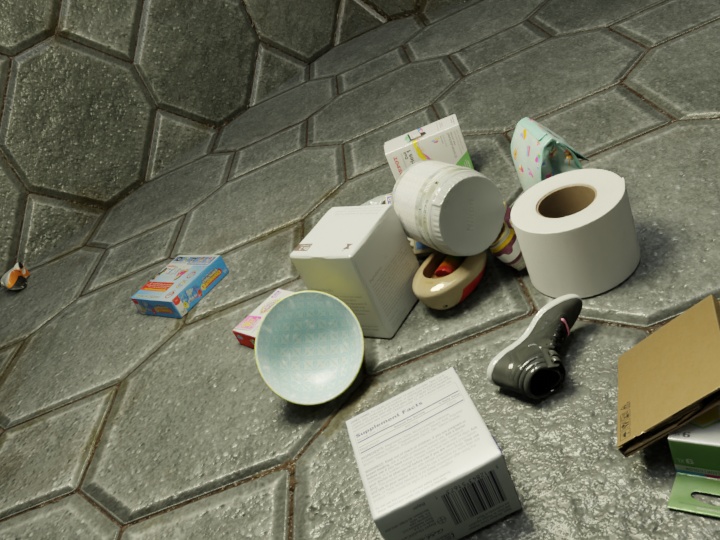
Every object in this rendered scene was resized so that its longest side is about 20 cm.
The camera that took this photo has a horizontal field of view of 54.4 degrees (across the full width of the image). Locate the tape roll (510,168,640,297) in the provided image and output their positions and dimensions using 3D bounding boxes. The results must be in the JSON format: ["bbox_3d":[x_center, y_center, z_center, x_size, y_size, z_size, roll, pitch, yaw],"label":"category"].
[{"bbox_3d":[0.378,-0.066,1.235,0.199,0.141,0.204,-20,28,11],"label":"tape roll"}]

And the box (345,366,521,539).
[{"bbox_3d":[0.093,0.262,0.960,0.181,0.106,0.201,-26,28,1],"label":"box"}]

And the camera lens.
[{"bbox_3d":[0.160,-0.121,1.332,0.159,0.162,0.200,-33,25,-13],"label":"camera lens"}]

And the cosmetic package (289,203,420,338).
[{"bbox_3d":[0.000,0.000,1.377,0.163,0.202,0.166,1,39,40],"label":"cosmetic package"}]

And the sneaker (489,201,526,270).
[{"bbox_3d":[0.286,-0.064,1.380,0.075,0.090,0.201,-38,13,24],"label":"sneaker"}]

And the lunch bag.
[{"bbox_3d":[0.378,-0.198,1.392,0.120,0.202,0.171,-22,27,6],"label":"lunch bag"}]

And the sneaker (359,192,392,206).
[{"bbox_3d":[0.018,-0.135,1.749,0.197,0.072,0.080,-26,18,-13],"label":"sneaker"}]

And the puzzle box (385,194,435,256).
[{"bbox_3d":[0.155,-0.102,1.458,0.195,0.136,0.025,-8,-15,-2],"label":"puzzle box"}]

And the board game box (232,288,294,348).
[{"bbox_3d":[-0.162,0.111,1.503,0.198,0.041,0.153,9,44,48],"label":"board game box"}]

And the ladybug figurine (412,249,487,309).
[{"bbox_3d":[0.180,0.006,1.352,0.134,0.073,0.200,1,38,45],"label":"ladybug figurine"}]

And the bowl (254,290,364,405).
[{"bbox_3d":[-0.086,0.147,1.281,0.197,0.203,0.108,-27,-15,-2],"label":"bowl"}]

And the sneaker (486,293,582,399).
[{"bbox_3d":[0.294,0.121,1.071,0.199,0.071,0.099,-41,32,-13],"label":"sneaker"}]

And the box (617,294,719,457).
[{"bbox_3d":[0.398,0.130,0.898,0.163,0.021,0.200,-46,5,33],"label":"box"}]

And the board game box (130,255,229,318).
[{"bbox_3d":[-0.486,0.038,1.887,0.197,0.057,0.196,2,39,42],"label":"board game box"}]

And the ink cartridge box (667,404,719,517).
[{"bbox_3d":[0.432,0.192,0.835,0.102,0.060,0.201,-1,37,39],"label":"ink cartridge box"}]

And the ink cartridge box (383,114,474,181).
[{"bbox_3d":[0.173,-0.280,1.764,0.197,0.147,0.084,-20,28,12],"label":"ink cartridge box"}]

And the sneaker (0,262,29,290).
[{"bbox_3d":[-1.268,0.042,2.549,0.091,0.076,0.200,-36,21,-3],"label":"sneaker"}]
